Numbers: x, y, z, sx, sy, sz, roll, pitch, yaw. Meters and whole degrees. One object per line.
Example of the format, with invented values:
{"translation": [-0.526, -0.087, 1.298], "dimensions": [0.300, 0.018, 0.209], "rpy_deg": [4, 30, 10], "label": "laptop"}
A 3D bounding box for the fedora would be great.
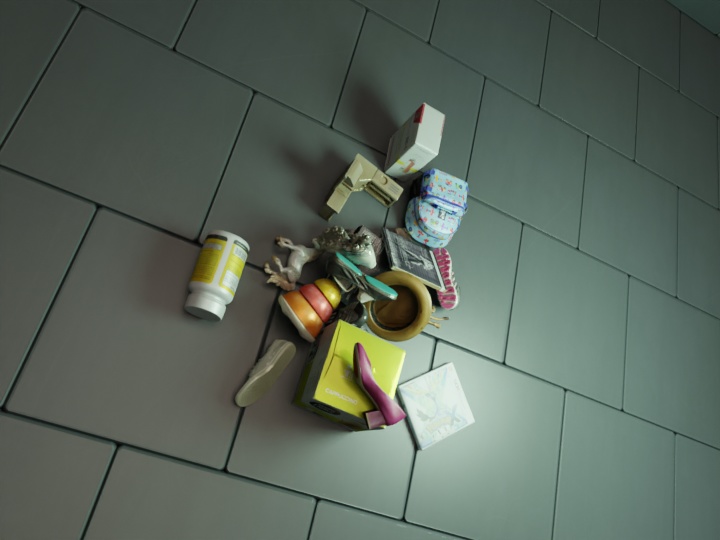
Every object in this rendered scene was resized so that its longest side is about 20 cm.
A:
{"translation": [0.099, 0.088, 1.435], "dimensions": [0.202, 0.199, 0.082], "rpy_deg": [55, 24, 0], "label": "fedora"}

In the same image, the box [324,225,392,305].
{"translation": [0.000, 0.000, 1.491], "dimensions": [0.140, 0.079, 0.202], "rpy_deg": [35, 85, -8], "label": "box"}

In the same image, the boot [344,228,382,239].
{"translation": [0.017, -0.038, 1.555], "dimensions": [0.196, 0.068, 0.134], "rpy_deg": [13, 75, -18], "label": "boot"}

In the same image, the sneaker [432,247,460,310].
{"translation": [0.255, 0.032, 1.630], "dimensions": [0.072, 0.087, 0.204], "rpy_deg": [-17, 64, 14], "label": "sneaker"}

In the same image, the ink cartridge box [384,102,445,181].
{"translation": [0.161, -0.383, 1.645], "dimensions": [0.082, 0.199, 0.148], "rpy_deg": [21, 67, -19], "label": "ink cartridge box"}

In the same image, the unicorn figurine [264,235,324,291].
{"translation": [-0.175, -0.036, 1.470], "dimensions": [0.136, 0.074, 0.203], "rpy_deg": [30, 79, -23], "label": "unicorn figurine"}

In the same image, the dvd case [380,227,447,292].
{"translation": [0.146, -0.028, 1.480], "dimensions": [0.197, 0.016, 0.150], "rpy_deg": [23, 37, -31], "label": "dvd case"}

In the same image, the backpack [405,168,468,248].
{"translation": [0.231, -0.181, 1.649], "dimensions": [0.180, 0.134, 0.204], "rpy_deg": [22, 65, -17], "label": "backpack"}

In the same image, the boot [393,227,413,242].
{"translation": [0.132, -0.040, 1.556], "dimensions": [0.169, 0.072, 0.200], "rpy_deg": [62, 18, 4], "label": "boot"}

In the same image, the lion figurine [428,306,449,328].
{"translation": [0.140, 0.107, 1.514], "dimensions": [0.122, 0.197, 0.074], "rpy_deg": [26, 74, -50], "label": "lion figurine"}

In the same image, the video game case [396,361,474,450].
{"translation": [0.215, 0.381, 1.538], "dimensions": [0.197, 0.022, 0.186], "rpy_deg": [-17, 82, -27], "label": "video game case"}

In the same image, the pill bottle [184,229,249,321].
{"translation": [-0.358, 0.014, 1.343], "dimensions": [0.112, 0.114, 0.204], "rpy_deg": [22, 67, -16], "label": "pill bottle"}

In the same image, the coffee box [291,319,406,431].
{"translation": [-0.031, 0.270, 1.363], "dimensions": [0.197, 0.197, 0.203], "rpy_deg": [26, 66, -14], "label": "coffee box"}

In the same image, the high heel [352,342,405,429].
{"translation": [0.041, 0.258, 1.247], "dimensions": [0.094, 0.067, 0.205], "rpy_deg": [-12, 95, -14], "label": "high heel"}

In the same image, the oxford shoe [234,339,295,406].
{"translation": [-0.243, 0.254, 1.358], "dimensions": [0.057, 0.076, 0.201], "rpy_deg": [27, 67, 32], "label": "oxford shoe"}

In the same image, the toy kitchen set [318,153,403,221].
{"translation": [0.015, -0.217, 1.549], "dimensions": [0.179, 0.163, 0.202], "rpy_deg": [35, 64, -10], "label": "toy kitchen set"}

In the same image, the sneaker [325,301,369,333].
{"translation": [-0.003, 0.146, 1.417], "dimensions": [0.115, 0.199, 0.076], "rpy_deg": [39, 68, -17], "label": "sneaker"}

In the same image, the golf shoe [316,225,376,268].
{"translation": [-0.038, -0.051, 1.404], "dimensions": [0.078, 0.198, 0.098], "rpy_deg": [-45, 129, -19], "label": "golf shoe"}

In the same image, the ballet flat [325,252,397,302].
{"translation": [-0.003, 0.032, 1.362], "dimensions": [0.198, 0.068, 0.069], "rpy_deg": [34, 105, -5], "label": "ballet flat"}

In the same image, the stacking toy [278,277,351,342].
{"translation": [-0.099, 0.071, 1.391], "dimensions": [0.199, 0.146, 0.147], "rpy_deg": [-38, 91, -5], "label": "stacking toy"}
